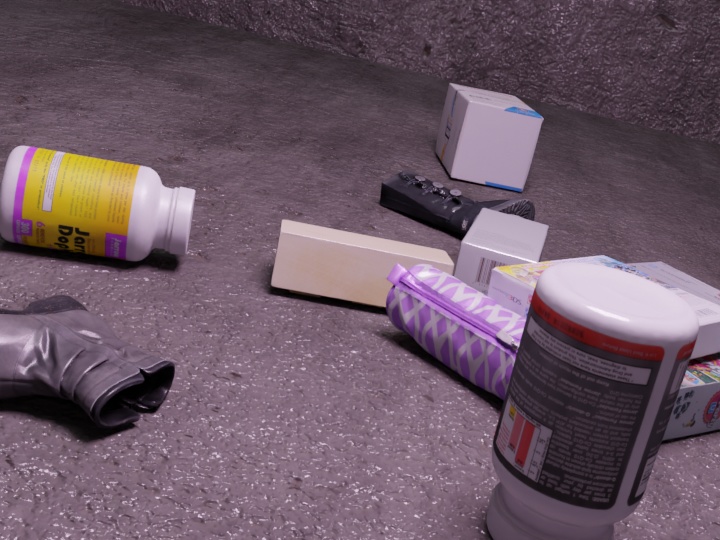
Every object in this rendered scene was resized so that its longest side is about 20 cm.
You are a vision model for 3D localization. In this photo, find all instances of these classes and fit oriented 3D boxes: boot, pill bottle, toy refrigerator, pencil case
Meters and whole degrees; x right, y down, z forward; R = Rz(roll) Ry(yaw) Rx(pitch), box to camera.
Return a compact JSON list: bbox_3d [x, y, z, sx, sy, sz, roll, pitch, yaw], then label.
[{"bbox_3d":[-0.241,0.079,0.735,0.130,0.071,0.199,27,28,23],"label":"boot"},{"bbox_3d":[-0.283,-0.068,1.054,0.196,0.106,0.104,9,19,-9],"label":"pill bottle"},{"bbox_3d":[0.149,-0.102,1.493,0.198,0.067,0.163,22,19,37],"label":"boot"},{"bbox_3d":[0.000,0.000,1.100,0.196,0.071,0.076,11,12,-6],"label":"toy refrigerator"},{"bbox_3d":[0.158,0.107,0.693,0.114,0.203,0.116,11,19,-4],"label":"pill bottle"},{"bbox_3d":[0.111,0.062,0.963,0.199,0.085,0.085,29,-6,43],"label":"pencil case"}]

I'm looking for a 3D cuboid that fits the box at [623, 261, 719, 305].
[{"bbox_3d":[0.393,0.037,1.281,0.198,0.042,0.155,-4,26,-38],"label":"box"}]

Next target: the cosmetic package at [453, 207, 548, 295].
[{"bbox_3d":[0.183,-0.017,1.254,0.100,0.075,0.200,17,18,11],"label":"cosmetic package"}]

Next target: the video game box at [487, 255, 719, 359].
[{"bbox_3d":[0.259,0.040,0.995,0.198,0.048,0.181,-5,27,-40],"label":"video game box"}]

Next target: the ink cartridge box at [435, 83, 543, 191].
[{"bbox_3d":[0.238,-0.257,1.839,0.145,0.147,0.200,10,19,-8],"label":"ink cartridge box"}]

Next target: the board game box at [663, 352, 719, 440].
[{"bbox_3d":[0.300,0.107,0.996,0.197,0.065,0.147,-1,24,-37],"label":"board game box"}]
